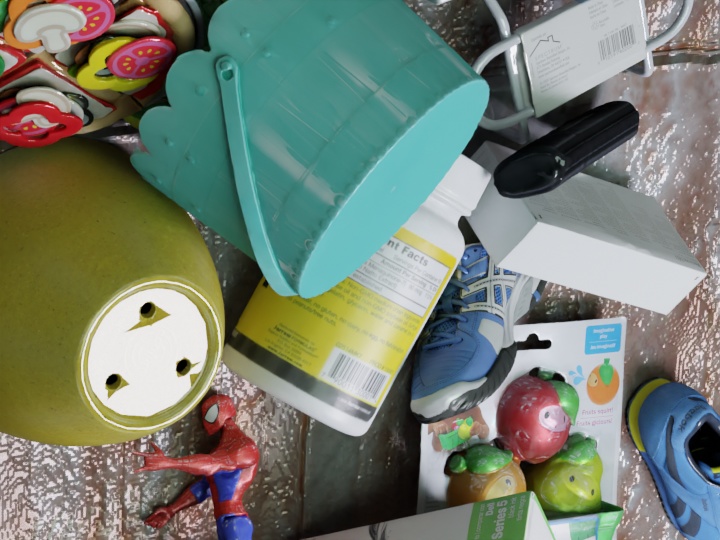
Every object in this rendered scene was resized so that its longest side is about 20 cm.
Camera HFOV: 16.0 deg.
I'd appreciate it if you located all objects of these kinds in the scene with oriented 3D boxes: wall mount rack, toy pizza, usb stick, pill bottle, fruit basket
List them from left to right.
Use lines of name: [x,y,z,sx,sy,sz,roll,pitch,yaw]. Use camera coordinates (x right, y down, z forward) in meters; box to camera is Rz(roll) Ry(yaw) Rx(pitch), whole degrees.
toy pizza: [-0.190,-0.125,1.523,0.200,0.032,0.200,-8,153,-4]
pill bottle: [0.000,0.000,1.726,0.114,0.114,0.200,29,90,-38]
fruit basket: [0.123,0.139,1.876,0.185,0.094,0.200,-3,106,-33]
wall mount rack: [0.130,-0.189,1.774,0.200,0.075,0.174,-28,125,-23]
usb stick: [0.144,-0.084,1.769,0.033,0.055,0.200,67,25,-4]

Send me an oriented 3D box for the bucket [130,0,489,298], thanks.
bucket: [-0.028,-0.090,1.589,0.207,0.135,0.207,-45,167,-13]

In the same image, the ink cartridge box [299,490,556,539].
ink cartridge box: [0.049,0.250,1.803,0.200,0.084,0.146,-13,123,19]

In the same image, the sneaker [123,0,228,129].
sneaker: [-0.095,-0.180,1.619,0.084,0.074,0.200,38,85,-41]

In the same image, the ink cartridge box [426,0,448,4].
ink cartridge box: [0.025,-0.282,1.617,0.083,0.147,0.200,-27,120,-22]

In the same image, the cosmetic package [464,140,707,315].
cosmetic package: [0.154,-0.027,1.814,0.200,0.083,0.051,15,123,-46]

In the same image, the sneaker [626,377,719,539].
sneaker: [0.276,0.168,1.999,0.066,0.078,0.200,-44,127,-15]

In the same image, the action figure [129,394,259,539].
action figure: [-0.110,0.184,1.738,0.099,0.065,0.200,-2,83,-16]

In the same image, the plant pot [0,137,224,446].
plant pot: [-0.165,0.031,1.609,0.200,0.142,0.200,-12,114,-29]

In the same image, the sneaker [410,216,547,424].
sneaker: [0.068,0.030,1.776,0.077,0.076,0.200,54,33,-23]
